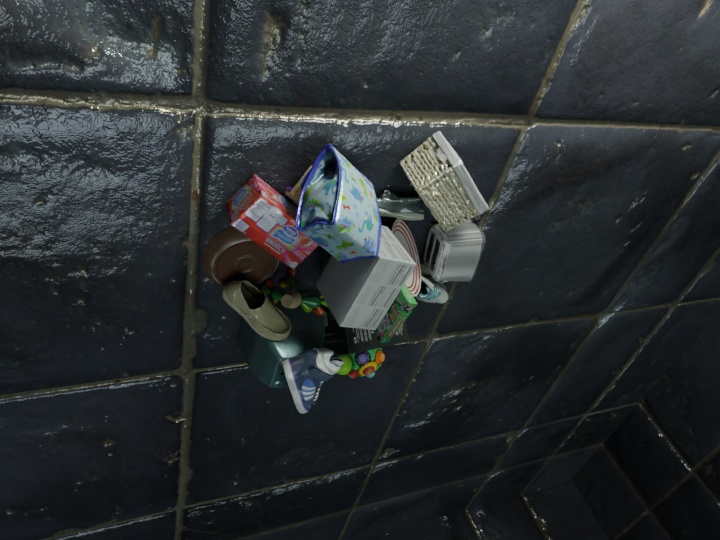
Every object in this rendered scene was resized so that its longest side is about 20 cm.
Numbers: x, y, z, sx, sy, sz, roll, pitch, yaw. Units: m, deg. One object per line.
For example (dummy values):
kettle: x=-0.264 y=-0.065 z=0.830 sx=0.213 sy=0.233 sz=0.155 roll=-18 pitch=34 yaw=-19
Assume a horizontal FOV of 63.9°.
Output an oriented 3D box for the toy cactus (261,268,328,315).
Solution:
toy cactus: x=-0.154 y=0.060 z=1.423 sx=0.199 sy=0.165 sz=0.103 roll=22 pitch=95 yaw=5

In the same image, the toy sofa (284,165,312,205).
toy sofa: x=-0.079 y=-0.150 z=1.344 sx=0.083 sy=0.097 sz=0.200 roll=-52 pitch=138 yaw=-7

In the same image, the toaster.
toaster: x=0.254 y=-0.057 z=1.577 sx=0.129 sy=0.114 sz=0.201 roll=-6 pitch=131 yaw=-19

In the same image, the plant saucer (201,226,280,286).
plant saucer: x=-0.279 y=-0.024 z=1.390 sx=0.199 sy=0.035 sz=0.201 roll=-14 pitch=136 yaw=-14

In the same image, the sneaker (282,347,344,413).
sneaker: x=-0.104 y=0.272 z=1.442 sx=0.146 sy=0.081 sz=0.201 roll=-17 pitch=132 yaw=-5

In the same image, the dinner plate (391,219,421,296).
dinner plate: x=0.111 y=-0.031 z=1.474 sx=0.024 sy=0.201 sz=0.200 roll=-14 pitch=144 yaw=22

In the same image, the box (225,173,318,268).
box: x=-0.192 y=-0.107 z=1.291 sx=0.100 sy=0.096 sz=0.200 roll=-41 pitch=131 yaw=13

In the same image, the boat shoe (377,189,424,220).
boat shoe: x=0.068 y=-0.165 z=1.425 sx=0.199 sy=0.073 sz=0.062 roll=6 pitch=86 yaw=-24

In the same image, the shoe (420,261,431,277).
shoe: x=0.196 y=0.013 z=1.662 sx=0.199 sy=0.053 sz=0.070 roll=-10 pitch=136 yaw=-19

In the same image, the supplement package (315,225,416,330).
supplement package: x=0.007 y=0.010 z=1.341 sx=0.110 sy=0.156 sz=0.200 roll=10 pitch=122 yaw=-37

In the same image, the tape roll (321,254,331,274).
tape roll: x=0.000 y=0.000 z=1.496 sx=0.199 sy=0.048 sz=0.201 roll=-15 pitch=137 yaw=-14

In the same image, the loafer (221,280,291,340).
loafer: x=-0.243 y=0.096 z=1.392 sx=0.200 sy=0.076 sz=0.068 roll=40 pitch=139 yaw=-19

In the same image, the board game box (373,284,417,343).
board game box: x=0.050 y=0.055 z=1.390 sx=0.029 sy=0.200 sz=0.135 roll=11 pitch=127 yaw=-37

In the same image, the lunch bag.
lunch bag: x=-0.039 y=-0.142 z=1.226 sx=0.127 sy=0.201 sz=0.170 roll=-6 pitch=153 yaw=33

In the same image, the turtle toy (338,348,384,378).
turtle toy: x=-0.009 y=0.276 z=1.783 sx=0.199 sy=0.101 sz=0.146 roll=5 pitch=130 yaw=-32

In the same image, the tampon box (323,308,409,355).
tampon box: x=0.005 y=0.154 z=1.586 sx=0.199 sy=0.127 sz=0.150 roll=-6 pitch=174 yaw=-35

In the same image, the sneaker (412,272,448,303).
sneaker: x=0.176 y=0.056 z=1.599 sx=0.200 sy=0.086 sz=0.078 roll=27 pitch=107 yaw=-33

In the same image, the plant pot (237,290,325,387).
plant pot: x=-0.198 y=0.195 z=1.529 sx=0.195 sy=0.200 sz=0.196 roll=-1 pitch=133 yaw=-27

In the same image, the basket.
basket: x=0.199 y=-0.205 z=1.382 sx=0.123 sy=0.136 sz=0.200 roll=-34 pitch=138 yaw=11
